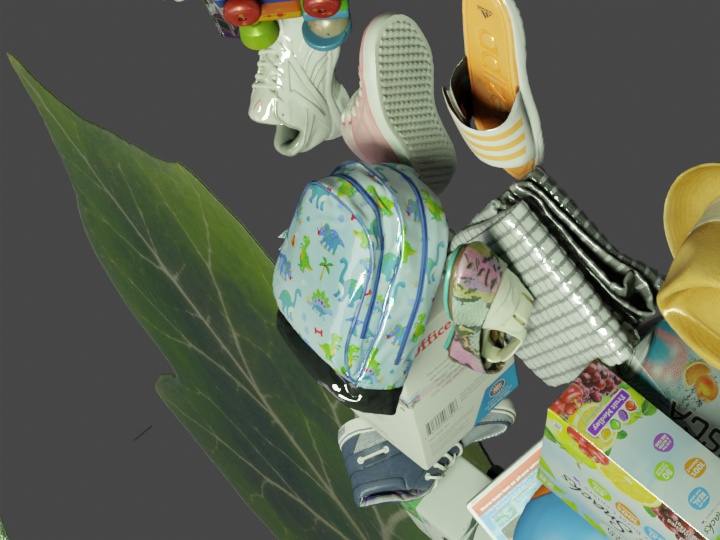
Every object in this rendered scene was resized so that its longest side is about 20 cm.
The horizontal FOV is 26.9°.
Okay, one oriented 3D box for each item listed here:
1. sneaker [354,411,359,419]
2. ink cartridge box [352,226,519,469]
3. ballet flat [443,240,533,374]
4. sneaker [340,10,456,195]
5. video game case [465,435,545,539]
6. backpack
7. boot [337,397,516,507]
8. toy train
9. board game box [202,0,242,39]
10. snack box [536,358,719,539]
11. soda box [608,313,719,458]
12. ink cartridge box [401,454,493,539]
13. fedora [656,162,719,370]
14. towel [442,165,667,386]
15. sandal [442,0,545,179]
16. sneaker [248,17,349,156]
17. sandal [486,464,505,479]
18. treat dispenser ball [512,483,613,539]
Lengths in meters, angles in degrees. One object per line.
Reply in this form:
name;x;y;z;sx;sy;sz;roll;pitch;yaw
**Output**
sneaker;0.052;0.149;1.710;0.073;0.117;0.203;16;121;54
ink cartridge box;0.056;0.065;1.540;0.144;0.147;0.201;36;154;36
ballet flat;0.108;0.036;1.264;0.070;0.070;0.201;24;159;12
sneaker;0.016;-0.156;1.358;0.104;0.075;0.201;28;154;37
video game case;0.224;0.274;1.549;0.201;0.143;0.017;50;-172;4
backpack;0.000;0.000;1.344;0.153;0.201;0.163;15;-155;-44
boot;0.079;0.198;1.619;0.073;0.197;0.091;89;169;-57
toy train;-0.103;-0.238;1.342;0.116;0.197;0.086;77;-172;-67
board game box;-0.149;-0.323;1.509;0.119;0.032;0.201;13;136;54
snack box;0.245;0.187;1.256;0.200;0.068;0.169;41;162;19
soda box;0.294;0.133;1.267;0.201;0.063;0.068;51;160;1
ink cartridge box;0.141;0.291;1.678;0.199;0.083;0.147;36;167;33
fedora;0.276;0.017;1.081;0.200;0.082;0.201;44;158;23
towel;0.162;0.005;1.295;0.166;0.085;0.200;48;161;0
sandal;0.097;-0.146;1.226;0.079;0.059;0.208;34;154;37
sneaker;-0.070;-0.188;1.455;0.078;0.099;0.201;31;152;42
sandal;0.218;0.278;1.713;0.200;0.045;0.075;43;169;-17
treat dispenser ball;0.240;0.275;1.419;0.201;0.200;0.202;43;158;22
